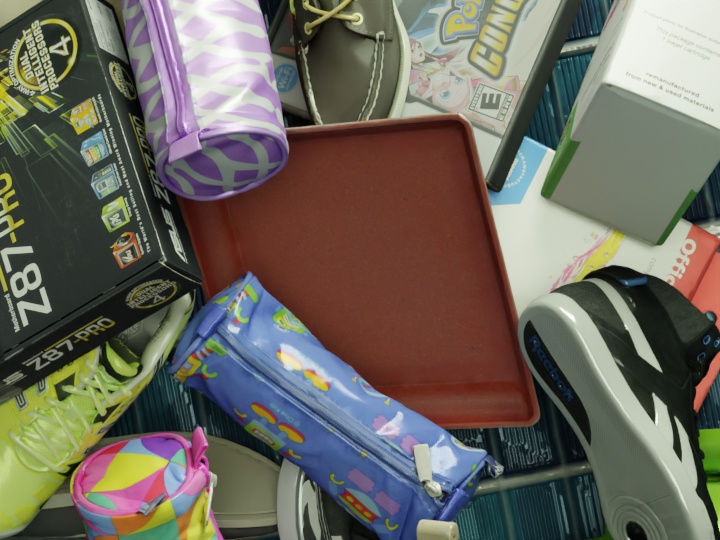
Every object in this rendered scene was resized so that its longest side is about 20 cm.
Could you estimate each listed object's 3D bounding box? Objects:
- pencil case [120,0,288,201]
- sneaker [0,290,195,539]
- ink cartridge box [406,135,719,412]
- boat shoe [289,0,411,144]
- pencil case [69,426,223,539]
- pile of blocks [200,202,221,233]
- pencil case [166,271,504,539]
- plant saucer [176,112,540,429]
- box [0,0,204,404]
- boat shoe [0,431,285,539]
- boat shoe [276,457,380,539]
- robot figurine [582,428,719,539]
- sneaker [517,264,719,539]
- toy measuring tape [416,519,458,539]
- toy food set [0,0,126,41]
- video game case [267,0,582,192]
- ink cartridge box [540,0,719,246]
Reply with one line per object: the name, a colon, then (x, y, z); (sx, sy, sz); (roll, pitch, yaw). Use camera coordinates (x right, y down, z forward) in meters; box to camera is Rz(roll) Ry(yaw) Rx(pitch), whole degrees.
pencil case: (-0.098, -0.140, 1.474); (0.084, 0.085, 0.201); (-24, 64, 13)
sneaker: (-0.169, 0.067, 1.495); (0.075, 0.076, 0.201); (36, 82, -18)
ink cartridge box: (0.140, 0.006, 1.568); (0.199, 0.067, 0.117); (27, 87, 1)
boat shoe: (-0.013, -0.167, 1.534); (0.071, 0.061, 0.203); (-7, 74, 23)
pencil case: (-0.106, 0.191, 1.508); (0.088, 0.089, 0.201); (-15, 120, -2)
pile of blocks: (-0.173, -0.002, 1.562); (0.200, 0.062, 0.082); (-46, 106, -10)
pencil case: (-0.017, 0.086, 1.499); (0.200, 0.087, 0.078); (37, 79, 0)
plant saucer: (0.000, 0.000, 1.520); (0.199, 0.037, 0.201); (-4, 114, 25)
box: (-0.190, -0.044, 1.488); (0.161, 0.049, 0.201); (-30, 62, 20)
boat shoe: (-0.138, 0.144, 1.572); (0.198, 0.073, 0.063); (4, 130, -6)
boat shoe: (0.003, 0.197, 1.544); (0.070, 0.066, 0.202); (-8, 89, -46)
robot figurine: (0.220, 0.184, 1.538); (0.198, 0.116, 0.177); (-11, 93, -2)
sneaker: (0.182, 0.087, 1.479); (0.112, 0.073, 0.201); (-26, 87, -37)
toy measuring tape: (0.076, 0.187, 1.519); (0.073, 0.201, 0.074); (-11, 47, 12)
toy food set: (-0.153, -0.190, 1.583); (0.200, 0.060, 0.144); (-38, 77, -4)
video game case: (0.044, -0.169, 1.558); (0.180, 0.025, 0.201); (22, 87, 26)
ink cartridge box: (0.188, -0.139, 1.506); (0.084, 0.145, 0.201); (23, 63, 0)
